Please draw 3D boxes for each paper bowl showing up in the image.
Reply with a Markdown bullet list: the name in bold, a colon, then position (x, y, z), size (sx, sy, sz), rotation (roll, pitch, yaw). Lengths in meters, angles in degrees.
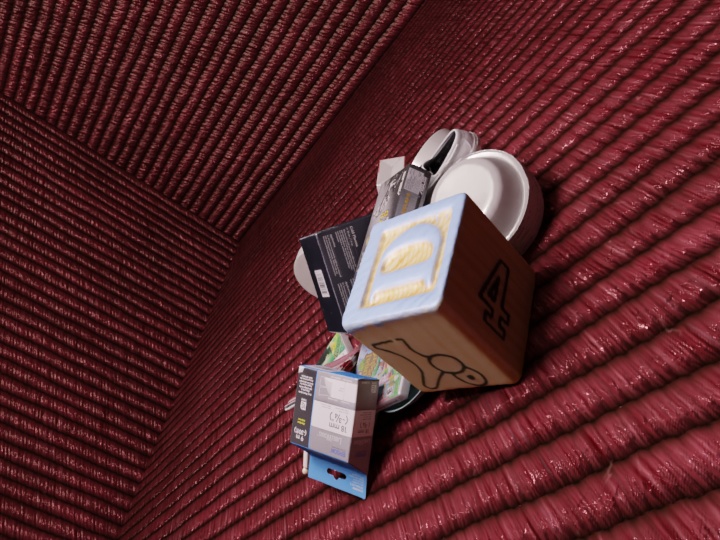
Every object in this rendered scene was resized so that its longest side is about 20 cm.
- **paper bowl**: position (0.197, -0.106, 1.009), size (0.198, 0.103, 0.205), rotation (-18, 62, 37)

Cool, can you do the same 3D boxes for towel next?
- **towel**: position (-0.065, 0.209, 1.210), size (0.143, 0.023, 0.200), rotation (-34, -1, 18)

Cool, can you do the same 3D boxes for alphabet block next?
- **alphabet block**: position (0.121, 0.042, 0.888), size (0.193, 0.200, 0.199), rotation (-14, 45, 44)

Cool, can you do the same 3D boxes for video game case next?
- **video game case**: position (0.043, 0.166, 1.102), size (0.181, 0.022, 0.203), rotation (-38, 28, 47)

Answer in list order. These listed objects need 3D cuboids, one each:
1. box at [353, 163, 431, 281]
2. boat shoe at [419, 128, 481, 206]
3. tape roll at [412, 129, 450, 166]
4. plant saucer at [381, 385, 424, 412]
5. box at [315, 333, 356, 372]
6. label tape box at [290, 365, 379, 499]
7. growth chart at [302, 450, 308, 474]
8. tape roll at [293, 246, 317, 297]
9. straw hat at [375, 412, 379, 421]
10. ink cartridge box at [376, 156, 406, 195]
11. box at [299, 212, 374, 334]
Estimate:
- **box**: position (0.055, -0.075, 1.089), size (0.158, 0.047, 0.204), rotation (166, 122, -73)
- **boat shoe**: position (0.139, -0.181, 1.112), size (0.200, 0.067, 0.073), rotation (-44, 41, 44)
- **tape roll**: position (0.154, -0.201, 1.283), size (0.203, 0.037, 0.205), rotation (-47, -24, -28)
- **plant saucer**: position (0.098, 0.163, 1.064), size (0.202, 0.038, 0.203), rotation (-49, 22, 27)
- **box**: position (-0.082, 0.253, 1.385), size (0.202, 0.036, 0.144), rotation (-55, 19, 7)
- **label tape box**: position (-0.050, 0.277, 1.039), size (0.142, 0.063, 0.205), rotation (4, 85, 40)
- **growth chart**: position (-0.105, 0.318, 1.212), size (0.200, 0.017, 0.149), rotation (180, 91, -86)
- **tape roll**: position (-0.066, 0.003, 1.470), size (0.202, 0.201, 0.038), rotation (-39, 25, 44)
- **straw hat**: position (-0.048, 0.278, 1.186), size (0.202, 0.084, 0.203), rotation (-49, 22, 27)
- **ink cartridge box**: position (0.090, -0.147, 1.409), size (0.066, 0.203, 0.118), rotation (-6, 38, 11)
- **box**: position (0.000, 0.000, 1.210), size (0.179, 0.204, 0.104), rotation (-20, 5, -24)
